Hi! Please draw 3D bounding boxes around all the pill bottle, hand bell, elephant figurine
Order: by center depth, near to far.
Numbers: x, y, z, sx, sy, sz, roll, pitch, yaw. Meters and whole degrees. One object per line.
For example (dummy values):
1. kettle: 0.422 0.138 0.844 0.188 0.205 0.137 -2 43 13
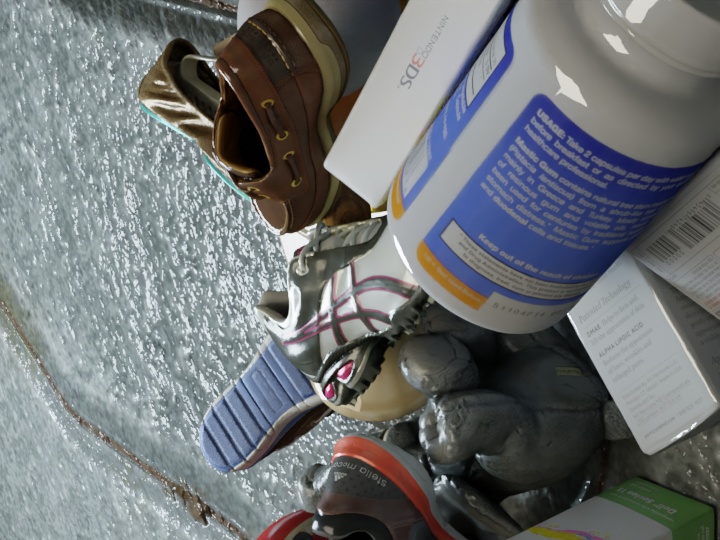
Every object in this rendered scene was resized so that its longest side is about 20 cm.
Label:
1. pill bottle: 0.102 -0.070 0.711 0.112 0.112 0.200 57 136 21
2. elephant figurine: 0.067 0.119 0.986 0.155 0.141 0.201 52 141 31
3. hand bell: 0.000 0.000 0.993 0.104 0.104 0.200 44 160 34

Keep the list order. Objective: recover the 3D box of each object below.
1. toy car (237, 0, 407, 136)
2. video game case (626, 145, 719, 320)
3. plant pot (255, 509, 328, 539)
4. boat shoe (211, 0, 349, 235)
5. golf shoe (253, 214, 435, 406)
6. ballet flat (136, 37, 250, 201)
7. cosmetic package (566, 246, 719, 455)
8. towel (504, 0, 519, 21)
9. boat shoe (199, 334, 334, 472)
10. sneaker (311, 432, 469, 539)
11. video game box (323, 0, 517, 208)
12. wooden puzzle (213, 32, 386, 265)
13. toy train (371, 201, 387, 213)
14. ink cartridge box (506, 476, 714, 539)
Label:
1. toy car: -0.010 -0.174 0.910 0.185 0.176 0.201 -115 16 -59
2. video game case: 0.237 -0.005 0.694 0.182 0.024 0.200 36 149 -2
3. plant pot: -0.019 0.285 1.138 0.200 0.200 0.183 45 130 34
4. boat shoe: -0.054 -0.077 0.862 0.072 0.067 0.200 49 160 19
5. golf shoe: 0.003 0.002 0.904 0.088 0.077 0.200 36 132 -1
6. ballet flat: -0.089 -0.109 1.099 0.200 0.068 0.073 41 120 39
7. cosmetic package: 0.156 -0.013 0.832 0.201 0.101 0.074 62 143 16
8. towel: 0.122 -0.165 0.780 0.030 0.146 0.200 38 139 5
9. boat shoe: -0.040 0.077 1.167 0.200 0.072 0.072 -40 73 27
10. sneaker: 0.022 0.186 0.929 0.077 0.082 0.200 2 138 42
11. video game box: 0.071 -0.151 0.819 0.047 0.182 0.200 34 138 3
12. wooden puzzle: -0.015 -0.092 1.093 0.185 0.046 0.201 -16 97 56
13. toy train: -0.016 -0.123 0.987 0.200 0.056 0.151 36 115 16
14. ink cartridge box: 0.117 0.213 0.900 0.067 0.199 0.118 20 121 49
